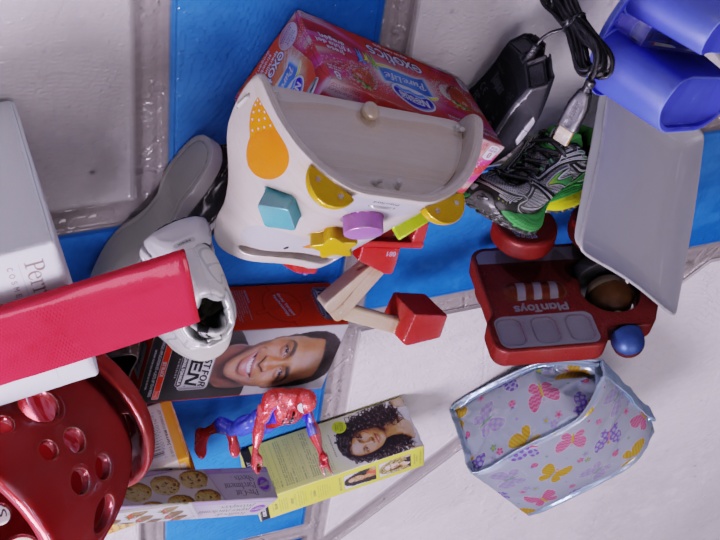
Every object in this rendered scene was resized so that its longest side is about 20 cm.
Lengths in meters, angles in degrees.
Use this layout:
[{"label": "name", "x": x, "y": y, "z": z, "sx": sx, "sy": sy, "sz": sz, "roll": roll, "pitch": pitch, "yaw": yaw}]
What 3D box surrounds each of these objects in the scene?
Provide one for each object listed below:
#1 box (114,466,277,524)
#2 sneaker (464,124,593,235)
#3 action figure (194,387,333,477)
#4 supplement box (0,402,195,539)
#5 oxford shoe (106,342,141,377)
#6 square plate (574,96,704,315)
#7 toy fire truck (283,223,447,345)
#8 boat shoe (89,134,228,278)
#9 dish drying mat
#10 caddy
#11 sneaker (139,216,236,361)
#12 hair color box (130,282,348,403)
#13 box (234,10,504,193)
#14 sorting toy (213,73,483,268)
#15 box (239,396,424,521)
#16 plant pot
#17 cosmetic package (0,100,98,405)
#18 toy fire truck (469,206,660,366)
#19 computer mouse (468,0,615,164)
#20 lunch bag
[{"label": "box", "x": -0.174, "y": 0.224, "z": 1.279, "sx": 0.200, "sy": 0.041, "sz": 0.039, "roll": 7, "pitch": 139, "yaw": -44}, {"label": "sneaker", "x": 0.158, "y": -0.094, "z": 1.184, "sx": 0.200, "sy": 0.078, "sz": 0.085, "roll": -29, "pitch": 144, "yaw": -53}, {"label": "action figure", "x": -0.096, "y": 0.179, "z": 1.303, "sx": 0.065, "sy": 0.099, "sz": 0.200, "roll": 1, "pitch": 157, "yaw": -35}, {"label": "supplement box", "x": -0.271, "y": 0.219, "z": 1.314, "sx": 0.200, "sy": 0.074, "sz": 0.126, "roll": -19, "pitch": 151, "yaw": -9}, {"label": "oxford shoe", "x": -0.267, "y": 0.112, "z": 1.207, "sx": 0.071, "sy": 0.073, "sz": 0.200, "roll": 8, "pitch": 134, "yaw": -36}, {"label": "square plate", "x": 0.267, "y": -0.080, "z": 1.232, "sx": 0.028, "sy": 0.200, "sz": 0.198, "roll": 0, "pitch": 161, "yaw": 40}, {"label": "toy fire truck", "x": 0.000, "y": 0.000, "z": 1.220, "sx": 0.200, "sy": 0.049, "sz": 0.141, "roll": 1, "pitch": 117, "yaw": -30}, {"label": "boat shoe", "x": -0.167, "y": -0.029, "z": 1.112, "sx": 0.060, "sy": 0.074, "sz": 0.200, "roll": 25, "pitch": 111, "yaw": -39}, {"label": "dish drying mat", "x": -0.219, "y": 0.040, "z": 0.937, "sx": 0.200, "sy": 0.018, "sz": 0.077, "roll": -17, "pitch": 140, "yaw": -13}, {"label": "caddy", "x": 0.274, "y": -0.202, "z": 1.114, "sx": 0.200, "sy": 0.105, "sz": 0.142, "roll": -10, "pitch": 137, "yaw": -54}, {"label": "sneaker", "x": -0.139, "y": 0.038, "z": 1.089, "sx": 0.075, "sy": 0.081, "sz": 0.200, "roll": -27, "pitch": 155, "yaw": -13}, {"label": "hair color box", "x": -0.122, "y": 0.070, "z": 1.252, "sx": 0.200, "sy": 0.061, "sz": 0.102, "roll": -3, "pitch": 136, "yaw": -27}, {"label": "box", "x": 0.009, "y": -0.125, "z": 1.076, "sx": 0.200, "sy": 0.096, "sz": 0.100, "roll": 16, "pitch": 126, "yaw": -39}, {"label": "sorting toy", "x": -0.025, "y": -0.053, "z": 1.009, "sx": 0.200, "sy": 0.107, "sz": 0.180, "roll": 6, "pitch": 152, "yaw": -31}, {"label": "box", "x": -0.032, "y": 0.213, "z": 1.454, "sx": 0.200, "sy": 0.075, "sz": 0.050, "roll": -18, "pitch": 143, "yaw": -11}, {"label": "plant pot", "x": -0.287, "y": 0.161, "z": 1.096, "sx": 0.183, "sy": 0.200, "sz": 0.201, "roll": -51, "pitch": 163, "yaw": -44}, {"label": "cosmetic package", "x": -0.330, "y": 0.003, "z": 0.980, "sx": 0.200, "sy": 0.166, "sz": 0.168, "roll": -18, "pitch": 140, "yaw": -12}, {"label": "toy fire truck", "x": 0.210, "y": 0.026, "z": 1.286, "sx": 0.200, "sy": 0.168, "sz": 0.112, "roll": -2, "pitch": 137, "yaw": -12}, {"label": "computer mouse", "x": 0.151, "y": -0.141, "z": 1.098, "sx": 0.046, "sy": 0.141, "sz": 0.200, "roll": 10, "pitch": 129, "yaw": -31}, {"label": "lunch bag", "x": 0.237, "y": 0.186, "z": 1.531, "sx": 0.200, "sy": 0.127, "sz": 0.170, "roll": -29, "pitch": 140, "yaw": 20}]
